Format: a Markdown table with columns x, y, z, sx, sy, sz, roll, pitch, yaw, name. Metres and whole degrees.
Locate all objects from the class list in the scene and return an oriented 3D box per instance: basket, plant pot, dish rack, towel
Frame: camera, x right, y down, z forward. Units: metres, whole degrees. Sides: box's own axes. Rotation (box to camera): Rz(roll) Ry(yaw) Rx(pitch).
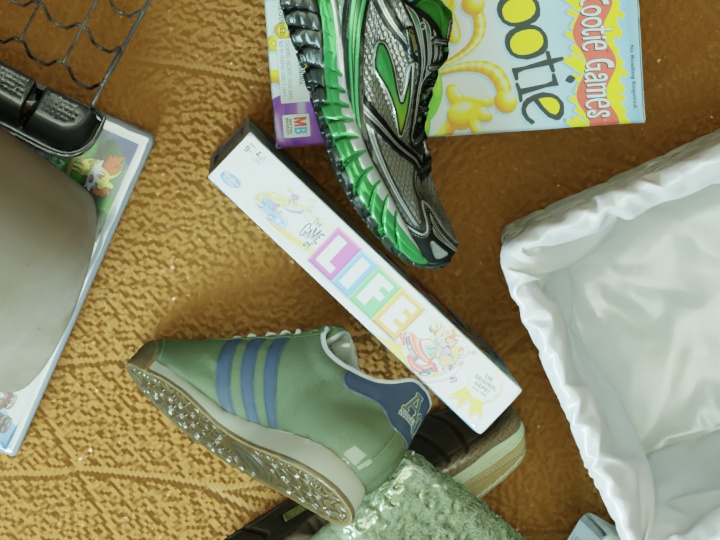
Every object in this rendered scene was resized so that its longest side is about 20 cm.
| x | y | z | sx | sy | sz | roll | pitch | yaw | name |
| --- | --- | --- | --- | --- | --- | --- | --- | --- | --- |
| 0.194 | 0.028 | 1.577 | 0.198 | 0.161 | 0.200 | -24 | 98 | 0 | basket |
| -0.241 | -0.018 | 1.530 | 0.173 | 0.200 | 0.200 | 22 | 95 | -20 | plant pot |
| -0.174 | -0.181 | 1.586 | 0.153 | 0.055 | 0.200 | 28 | 82 | -6 | dish rack |
| 0.032 | 0.191 | 1.605 | 0.148 | 0.036 | 0.200 | -44 | 133 | 1 | towel |

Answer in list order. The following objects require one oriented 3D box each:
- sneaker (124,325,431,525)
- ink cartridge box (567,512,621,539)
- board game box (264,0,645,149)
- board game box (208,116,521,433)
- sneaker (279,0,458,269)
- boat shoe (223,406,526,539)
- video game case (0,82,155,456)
| x | y | z | sx | sy | sz | roll | pitch | yaw | name |
| --- | --- | --- | --- | --- | --- | --- | --- | --- | --- |
| -0.039 | 0.067 | 1.579 | 0.090 | 0.200 | 0.067 | -45 | 130 | -16 | sneaker |
| 0.147 | 0.262 | 1.636 | 0.173 | 0.044 | 0.200 | 29 | 95 | -22 | ink cartridge box |
| 0.049 | -0.127 | 1.580 | 0.200 | 0.105 | 0.103 | -5 | 97 | -1 | board game box |
| 0.000 | 0.000 | 1.578 | 0.200 | 0.134 | 0.034 | 44 | 93 | -7 | board game box |
| 0.015 | -0.096 | 1.492 | 0.085 | 0.078 | 0.200 | -17 | 98 | 0 | sneaker |
| 0.012 | 0.147 | 1.636 | 0.200 | 0.072 | 0.076 | -29 | 112 | 6 | boat shoe |
| -0.238 | -0.021 | 1.623 | 0.182 | 0.022 | 0.200 | 24 | 94 | -5 | video game case |
